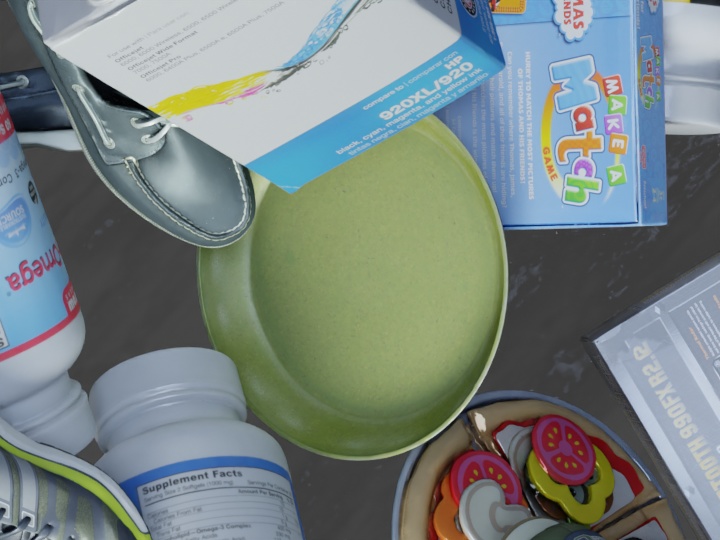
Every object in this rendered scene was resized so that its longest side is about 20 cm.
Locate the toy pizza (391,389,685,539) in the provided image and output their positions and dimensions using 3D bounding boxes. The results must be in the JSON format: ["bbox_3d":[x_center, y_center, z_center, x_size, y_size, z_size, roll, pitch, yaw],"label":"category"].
[{"bbox_3d":[0.105,0.155,1.401,0.200,0.032,0.200,16,60,-29],"label":"toy pizza"}]

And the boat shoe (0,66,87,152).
[{"bbox_3d":[-0.202,-0.093,1.419,0.200,0.075,0.062,-2,91,-5],"label":"boat shoe"}]

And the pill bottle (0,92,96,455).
[{"bbox_3d":[-0.205,0.005,1.346,0.109,0.109,0.200,-20,106,-4],"label":"pill bottle"}]

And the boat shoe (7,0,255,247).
[{"bbox_3d":[-0.117,-0.089,1.373,0.073,0.062,0.200,-36,109,-7],"label":"boat shoe"}]

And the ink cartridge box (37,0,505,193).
[{"bbox_3d":[-0.051,-0.162,1.315,0.145,0.200,0.147,-28,58,24],"label":"ink cartridge box"}]

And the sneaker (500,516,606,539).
[{"bbox_3d":[0.111,0.223,1.305,0.067,0.090,0.200,-5,90,-25],"label":"sneaker"}]

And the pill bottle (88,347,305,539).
[{"bbox_3d":[-0.084,0.147,1.379,0.112,0.112,0.200,-13,62,-4],"label":"pill bottle"}]

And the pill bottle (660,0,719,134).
[{"bbox_3d":[0.161,-0.176,1.425,0.112,0.112,0.200,3,89,-4],"label":"pill bottle"}]

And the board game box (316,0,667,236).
[{"bbox_3d":[0.065,-0.096,1.399,0.200,0.037,0.151,-1,90,35],"label":"board game box"}]

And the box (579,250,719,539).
[{"bbox_3d":[0.240,0.082,1.457,0.158,0.048,0.200,-32,91,-3],"label":"box"}]

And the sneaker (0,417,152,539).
[{"bbox_3d":[-0.186,0.115,1.287,0.200,0.081,0.074,38,122,-10],"label":"sneaker"}]

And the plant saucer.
[{"bbox_3d":[0.000,0.000,1.408,0.200,0.031,0.200,3,95,34],"label":"plant saucer"}]
